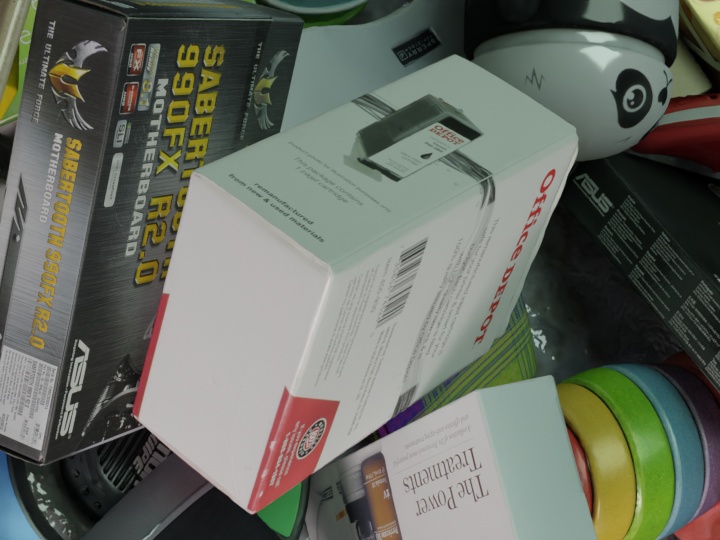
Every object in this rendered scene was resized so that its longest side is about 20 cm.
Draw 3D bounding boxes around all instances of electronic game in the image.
[{"bbox_3d":[-0.117,0.095,0.885,0.199,0.042,0.201,11,66,-26],"label":"electronic game"}]

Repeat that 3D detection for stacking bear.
[{"bbox_3d":[0.128,0.116,0.979,0.199,0.121,0.114,-11,71,-28],"label":"stacking bear"}]

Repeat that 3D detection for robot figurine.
[{"bbox_3d":[0.123,-0.163,0.978,0.150,0.125,0.201,7,79,-19],"label":"robot figurine"}]

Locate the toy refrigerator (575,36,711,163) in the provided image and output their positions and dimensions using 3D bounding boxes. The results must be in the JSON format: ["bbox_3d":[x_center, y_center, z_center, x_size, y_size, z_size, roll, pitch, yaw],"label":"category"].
[{"bbox_3d":[0.122,-0.097,1.081,0.200,0.070,0.076,-28,80,-35],"label":"toy refrigerator"}]

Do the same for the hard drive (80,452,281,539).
[{"bbox_3d":[-0.104,0.197,0.823,0.200,0.042,0.135,-48,108,-23],"label":"hard drive"}]

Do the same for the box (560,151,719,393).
[{"bbox_3d":[0.239,0.014,1.037,0.193,0.048,0.200,13,33,-44],"label":"box"}]

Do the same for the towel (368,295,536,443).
[{"bbox_3d":[0.034,0.013,0.966,0.144,0.023,0.201,-41,122,-33],"label":"towel"}]

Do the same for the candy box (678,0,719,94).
[{"bbox_3d":[0.226,-0.173,1.133,0.055,0.115,0.200,-35,91,-4],"label":"candy box"}]

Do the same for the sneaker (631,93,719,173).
[{"bbox_3d":[0.260,-0.051,1.042,0.199,0.078,0.116,-2,96,0],"label":"sneaker"}]

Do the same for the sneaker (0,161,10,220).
[{"bbox_3d":[-0.114,-0.044,0.914,0.199,0.079,0.095,2,37,-41],"label":"sneaker"}]

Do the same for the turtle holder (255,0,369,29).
[{"bbox_3d":[-0.020,-0.209,1.002,0.185,0.132,0.141,27,60,-18],"label":"turtle holder"}]

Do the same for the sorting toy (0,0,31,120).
[{"bbox_3d":[-0.192,-0.109,0.778,0.036,0.185,0.201,31,66,-35],"label":"sorting toy"}]

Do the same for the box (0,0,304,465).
[{"bbox_3d":[-0.101,-0.025,0.786,0.158,0.048,0.201,-14,121,-64],"label":"box"}]

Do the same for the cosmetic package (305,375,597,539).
[{"bbox_3d":[0.045,0.154,0.859,0.051,0.200,0.152,-9,75,-31],"label":"cosmetic package"}]

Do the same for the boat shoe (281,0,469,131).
[{"bbox_3d":[0.000,-0.114,1.013,0.200,0.070,0.071,-32,87,-36],"label":"boat shoe"}]

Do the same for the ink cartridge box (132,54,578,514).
[{"bbox_3d":[0.000,0.000,0.803,0.083,0.147,0.200,35,38,22],"label":"ink cartridge box"}]

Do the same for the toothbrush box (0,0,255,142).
[{"bbox_3d":[-0.148,-0.183,0.906,0.145,0.086,0.201,-19,80,5],"label":"toothbrush box"}]
